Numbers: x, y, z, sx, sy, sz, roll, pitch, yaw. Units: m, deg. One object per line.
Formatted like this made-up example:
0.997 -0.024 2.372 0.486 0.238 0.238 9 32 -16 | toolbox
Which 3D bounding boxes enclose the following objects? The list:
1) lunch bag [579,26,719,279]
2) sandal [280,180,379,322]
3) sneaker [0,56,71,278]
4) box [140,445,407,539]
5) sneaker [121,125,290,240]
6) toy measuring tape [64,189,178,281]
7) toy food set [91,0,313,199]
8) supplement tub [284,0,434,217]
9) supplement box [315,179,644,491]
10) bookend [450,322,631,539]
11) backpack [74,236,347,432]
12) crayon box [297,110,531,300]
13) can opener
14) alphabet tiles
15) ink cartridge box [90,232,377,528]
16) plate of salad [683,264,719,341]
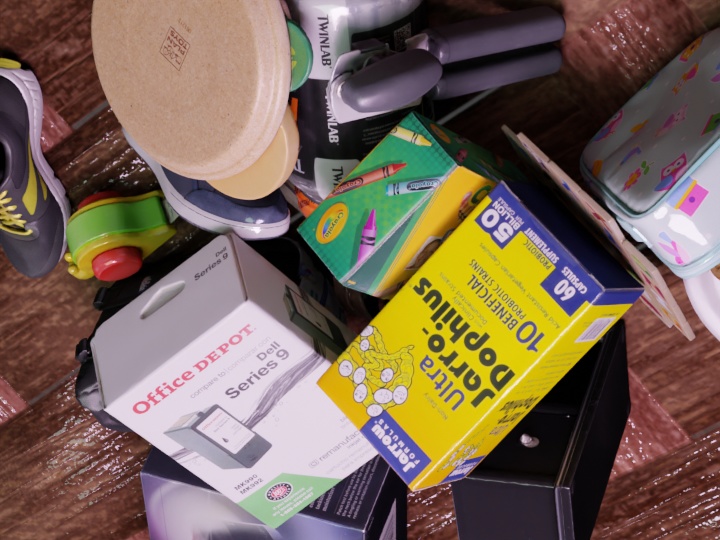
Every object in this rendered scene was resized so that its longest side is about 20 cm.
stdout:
0.231 -0.080 1.436 0.077 0.200 0.160 41 97 -15 | lunch bag
0.000 -0.001 1.655 0.057 0.080 0.201 -45 83 15 | sandal
-0.294 -0.072 1.728 0.074 0.085 0.201 4 125 20 | sneaker
-0.070 0.212 1.799 0.198 0.123 0.200 13 139 14 | box
-0.114 -0.124 1.580 0.202 0.077 0.147 44 136 38 | sneaker
-0.182 -0.046 1.708 0.074 0.074 0.200 44 130 -12 | toy measuring tape
-0.114 -0.161 1.494 0.200 0.049 0.199 31 123 32 | toy food set
-0.008 -0.138 1.546 0.122 0.123 0.201 6 125 17 | supplement tub
0.085 0.046 1.498 0.109 0.109 0.200 47 106 16 | supplement box
0.093 0.127 1.645 0.199 0.199 0.092 4 127 19 | bookend
-0.110 0.051 1.711 0.200 0.163 0.154 -31 117 28 | backpack
0.052 -0.036 1.532 0.119 0.200 0.058 -45 66 13 | crayon box
0.067 -0.138 1.474 0.067 0.199 0.054 40 136 47 | can opener
0.171 -0.027 1.524 0.166 0.006 0.200 46 179 30 | alphabet tiles
-0.083 0.086 1.589 0.146 0.084 0.200 -37 129 16 | ink cartridge box
0.334 0.007 1.564 0.199 0.048 0.201 10 126 14 | plate of salad
